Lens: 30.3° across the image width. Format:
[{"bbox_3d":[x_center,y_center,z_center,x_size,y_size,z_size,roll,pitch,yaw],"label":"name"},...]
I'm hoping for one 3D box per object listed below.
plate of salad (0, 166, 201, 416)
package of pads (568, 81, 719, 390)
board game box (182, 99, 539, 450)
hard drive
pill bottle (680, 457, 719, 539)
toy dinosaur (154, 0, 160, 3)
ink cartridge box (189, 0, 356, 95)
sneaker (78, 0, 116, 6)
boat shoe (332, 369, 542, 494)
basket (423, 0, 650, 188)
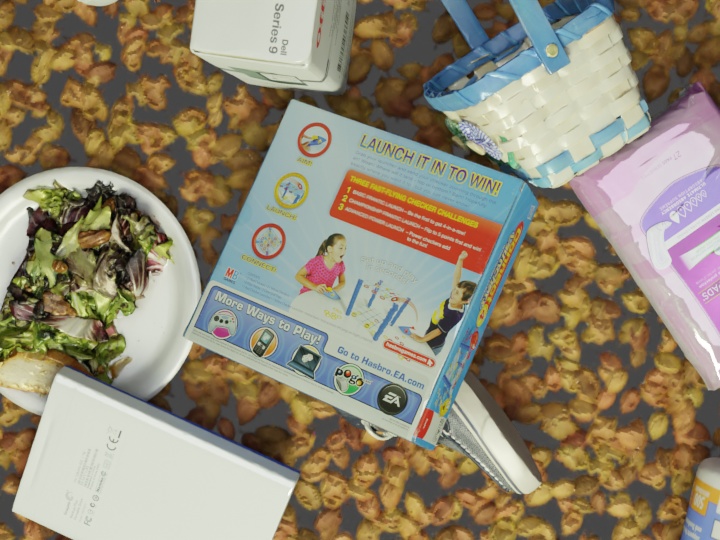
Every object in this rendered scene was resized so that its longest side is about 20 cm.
[{"bbox_3d":[-0.224,0.020,1.038,0.198,0.048,0.202,0,92,6],"label":"plate of salad"},{"bbox_3d":[0.254,-0.024,0.982,0.120,0.076,0.201,-34,89,8],"label":"package of pads"},{"bbox_3d":[0.000,0.000,0.968,0.199,0.056,0.197,22,84,23],"label":"board game box"},{"bbox_3d":[-0.160,0.172,1.032,0.199,0.025,0.133,24,112,3],"label":"hard drive"},{"bbox_3d":[0.280,0.248,0.972,0.111,0.112,0.202,13,93,4],"label":"pill bottle"},{"bbox_3d":[-0.184,-0.342,1.005,0.181,0.105,0.201,42,108,22],"label":"toy dinosaur"},{"bbox_3d":[-0.052,-0.208,0.937,0.083,0.200,0.147,8,93,5],"label":"ink cartridge box"},{"bbox_3d":[-0.229,-0.301,1.017,0.076,0.081,0.201,-22,110,2],"label":"sneaker"},{"bbox_3d":[0.044,0.107,1.012,0.093,0.075,0.200,-40,80,9],"label":"boat shoe"},{"bbox_3d":[0.106,-0.161,0.940,0.138,0.176,0.201,-29,98,-3],"label":"basket"}]
